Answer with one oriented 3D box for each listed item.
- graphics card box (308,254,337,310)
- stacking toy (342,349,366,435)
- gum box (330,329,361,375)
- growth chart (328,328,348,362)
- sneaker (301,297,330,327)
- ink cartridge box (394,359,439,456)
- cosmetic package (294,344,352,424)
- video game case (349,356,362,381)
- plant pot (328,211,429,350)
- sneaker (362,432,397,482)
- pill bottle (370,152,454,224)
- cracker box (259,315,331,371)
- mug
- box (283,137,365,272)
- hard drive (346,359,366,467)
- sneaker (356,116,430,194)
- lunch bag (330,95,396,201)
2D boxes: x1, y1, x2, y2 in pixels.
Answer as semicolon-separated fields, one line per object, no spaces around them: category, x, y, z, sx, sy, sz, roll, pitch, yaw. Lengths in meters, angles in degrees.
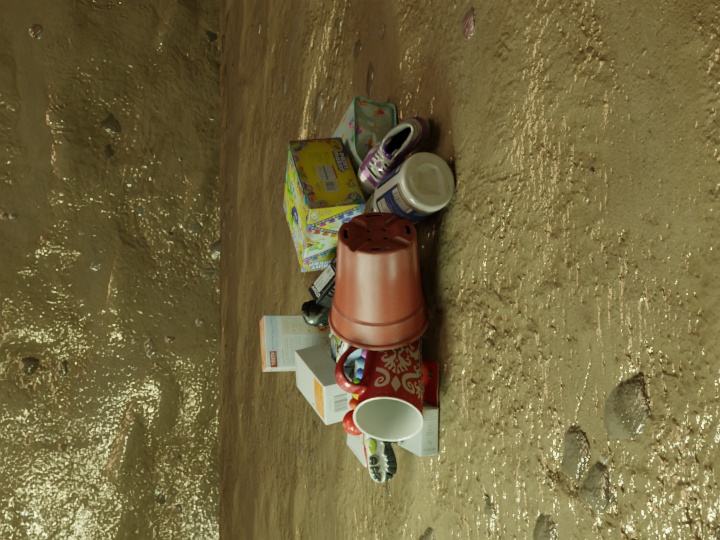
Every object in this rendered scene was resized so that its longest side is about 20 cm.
graphics card box;0.000;0.000;1.670;0.201;0.125;0.051;-51;46;13
stacking toy;0.016;0.249;1.698;0.085;0.084;0.203;15;86;68
gum box;-0.033;0.129;1.933;0.170;0.044;0.203;117;156;-57
growth chart;-0.043;0.134;1.844;0.200;0.017;0.147;-118;37;-70
sneaker;-0.091;0.100;1.920;0.200;0.074;0.081;-58;-33;-72
ink cartridge box;0.098;0.263;1.627;0.200;0.043;0.177;-178;88;-69
cosmetic package;-0.088;0.264;1.901;0.200;0.070;0.103;-142;46;-60
video game case;0.016;0.238;1.873;0.183;0.023;0.203;-121;37;-55
plant pot;0.034;0.010;1.535;0.201;0.198;0.198;-120;23;-53
sneaker;0.028;0.326;1.652;0.085;0.076;0.204;173;98;-74
pill bottle;0.092;-0.145;1.571;0.200;0.109;0.113;151;118;-67
cracker box;-0.156;0.186;2.086;0.058;0.197;0.136;139;129;-63
mug;0.051;0.188;1.540;0.132;0.178;0.202;-19;38;26
box;-0.083;-0.140;1.725;0.194;0.120;0.202;103;154;-50
hard drive;0.009;0.316;1.818;0.132;0.026;0.203;-147;60;-66
sneaker;0.045;-0.225;1.604;0.073;0.114;0.201;44;117;5
lunch bag;0.008;-0.249;1.790;0.171;0.120;0.203;129;143;-57
